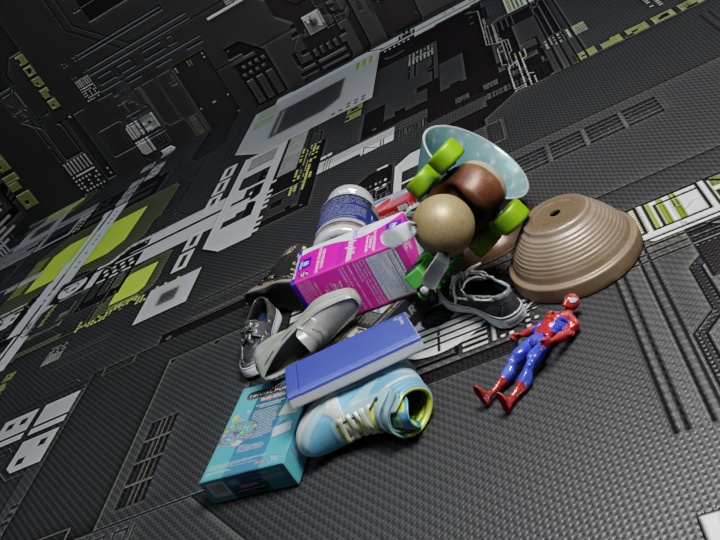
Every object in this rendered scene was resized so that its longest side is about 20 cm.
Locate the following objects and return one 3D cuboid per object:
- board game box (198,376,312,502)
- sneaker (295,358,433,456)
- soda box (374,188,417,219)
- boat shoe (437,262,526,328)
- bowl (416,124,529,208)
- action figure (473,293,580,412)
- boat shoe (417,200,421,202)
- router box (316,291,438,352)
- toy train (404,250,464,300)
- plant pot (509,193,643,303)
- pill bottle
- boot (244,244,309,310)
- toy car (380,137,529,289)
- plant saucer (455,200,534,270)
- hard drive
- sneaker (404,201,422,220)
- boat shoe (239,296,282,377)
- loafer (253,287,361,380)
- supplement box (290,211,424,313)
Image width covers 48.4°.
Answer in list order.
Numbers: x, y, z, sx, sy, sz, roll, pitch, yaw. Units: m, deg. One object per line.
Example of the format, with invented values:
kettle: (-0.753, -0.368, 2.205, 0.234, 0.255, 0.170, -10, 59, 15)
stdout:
board game box: (-0.137, 0.245, 1.204, 0.151, 0.047, 0.200, -19, 27, 26)
sneaker: (0.009, 0.200, 1.082, 0.200, 0.080, 0.131, -36, 24, -8)
soda box: (0.026, -0.097, 1.630, 0.200, 0.063, 0.070, -21, 27, 21)
boat shoe: (0.172, 0.029, 1.223, 0.074, 0.068, 0.199, -35, 25, -9)
bowl: (0.175, -0.147, 1.368, 0.201, 0.201, 0.105, -72, 8, -55)
action figure: (0.231, 0.099, 1.057, 0.200, 0.052, 0.065, -42, 23, -26)
boat shoe: (0.140, -0.140, 1.573, 0.072, 0.066, 0.201, -24, 25, 21)
router box: (0.009, 0.084, 1.326, 0.200, 0.052, 0.157, -44, 28, -25)
toy train: (0.117, -0.010, 1.258, 0.042, 0.056, 0.200, -41, 1, 27)
plant pot: (0.306, -0.050, 1.190, 0.201, 0.093, 0.201, -25, 25, 12)
pill bottle: (-0.023, -0.072, 1.448, 0.116, 0.116, 0.200, -24, 27, 16)
boot: (-0.127, 0.011, 1.601, 0.200, 0.073, 0.151, -15, 29, 43)
toy car: (0.120, -0.064, 1.190, 0.200, 0.164, 0.158, -47, 0, -32)
plant saucer: (0.211, -0.074, 1.416, 0.200, 0.032, 0.200, -27, 25, 14)
hard drive: (-0.013, 0.127, 1.156, 0.200, 0.025, 0.132, -25, 13, -1)
sneaker: (0.082, -0.050, 1.449, 0.200, 0.074, 0.088, -34, 30, 38)
boat shoe: (-0.192, 0.116, 1.482, 0.070, 0.066, 0.200, -21, 26, 21)
loafer: (-0.080, 0.103, 1.257, 0.200, 0.070, 0.070, -39, 31, 7)
supplement box: (0.000, 0.000, 1.308, 0.200, 0.103, 0.101, -20, 29, 17)
